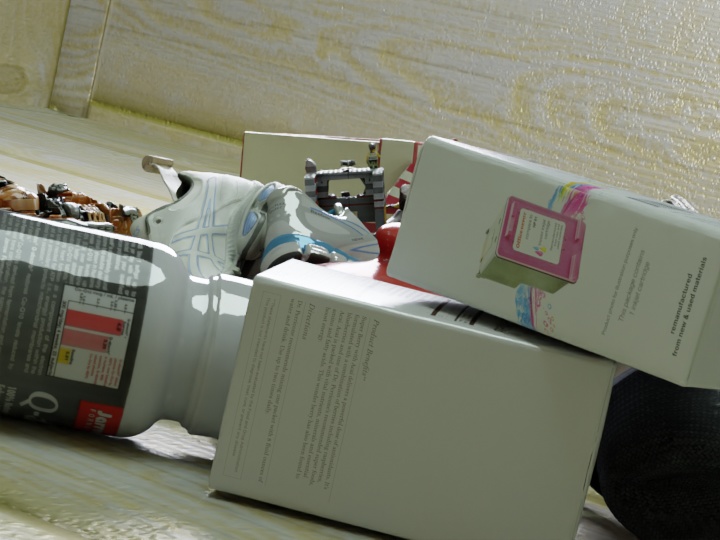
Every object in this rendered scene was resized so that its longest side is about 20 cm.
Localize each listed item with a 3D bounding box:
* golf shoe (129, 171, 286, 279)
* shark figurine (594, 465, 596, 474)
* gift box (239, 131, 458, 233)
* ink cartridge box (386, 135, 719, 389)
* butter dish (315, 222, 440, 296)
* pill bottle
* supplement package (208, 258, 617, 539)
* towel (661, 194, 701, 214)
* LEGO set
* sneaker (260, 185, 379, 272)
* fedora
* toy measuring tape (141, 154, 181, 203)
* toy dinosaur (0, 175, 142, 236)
[{"bbox_3d":[-0.121,0.005,1.483,0.097,0.079,0.200,20,41,8],"label":"golf shoe"},{"bbox_3d":[0.233,0.092,1.370,0.213,0.129,0.090,9,29,4],"label":"shark figurine"},{"bbox_3d":[-0.004,-0.029,1.931,0.185,0.186,0.200,5,7,15],"label":"gift box"},{"bbox_3d":[0.136,-0.002,1.189,0.199,0.085,0.144,22,7,35],"label":"ink cartridge box"},{"bbox_3d":[0.017,0.043,1.378,0.199,0.149,0.199,12,7,-9],"label":"butter dish"},{"bbox_3d":[-0.165,0.032,1.250,0.199,0.117,0.116,12,6,-9],"label":"pill bottle"},{"bbox_3d":[0.033,0.078,1.201,0.199,0.122,0.120,14,6,7],"label":"supplement package"},{"bbox_3d":[0.269,0.051,1.641,0.034,0.201,0.133,-18,23,-4],"label":"towel"},{"bbox_3d":[0.036,-0.043,1.632,0.198,0.117,0.154,-2,10,12],"label":"LEGO set"},{"bbox_3d":[0.000,0.000,1.512,0.075,0.087,0.200,-26,-37,22],"label":"sneaker"},{"bbox_3d":[0.211,0.113,1.270,0.199,0.202,0.092,13,39,6],"label":"fedora"},{"bbox_3d":[-0.126,0.008,1.572,0.073,0.074,0.201,7,42,-44],"label":"toy measuring tape"},{"bbox_3d":[-0.256,-0.036,1.583,0.199,0.103,0.135,25,-14,-37],"label":"toy dinosaur"}]
